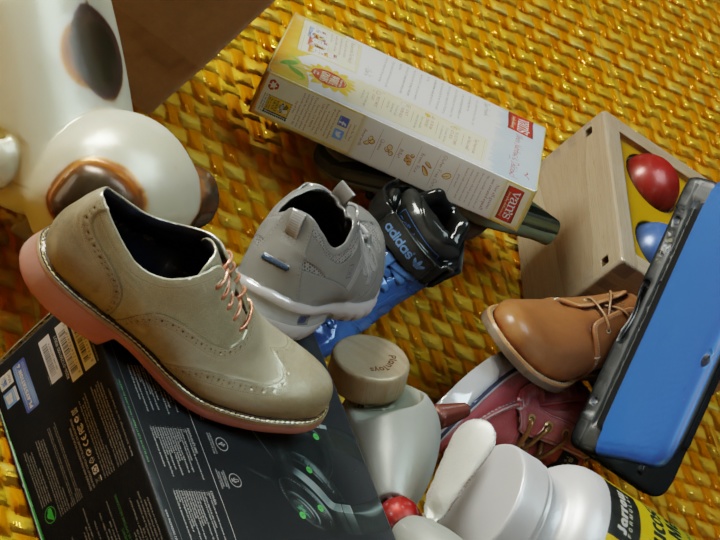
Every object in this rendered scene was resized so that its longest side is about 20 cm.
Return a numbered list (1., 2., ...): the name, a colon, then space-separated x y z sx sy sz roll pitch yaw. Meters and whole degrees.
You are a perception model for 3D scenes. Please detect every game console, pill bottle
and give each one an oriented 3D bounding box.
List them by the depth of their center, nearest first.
1. pill bottle: 0.148 0.194 1.733 0.200 0.112 0.113 34 35 -25
2. game console: 0.234 0.050 1.789 0.118 0.200 0.171 20 -9 40

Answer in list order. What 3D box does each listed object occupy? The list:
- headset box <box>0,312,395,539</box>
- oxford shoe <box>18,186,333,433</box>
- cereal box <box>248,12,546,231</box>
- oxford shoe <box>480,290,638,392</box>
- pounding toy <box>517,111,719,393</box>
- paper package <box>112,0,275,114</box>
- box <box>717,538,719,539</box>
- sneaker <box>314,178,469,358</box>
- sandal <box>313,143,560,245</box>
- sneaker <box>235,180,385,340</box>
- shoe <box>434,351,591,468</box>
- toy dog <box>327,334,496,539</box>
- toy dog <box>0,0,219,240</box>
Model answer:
1. headset box: -0.086 0.114 1.543 0.200 0.093 0.174 9 50 -47
2. oxford shoe: -0.085 0.024 1.479 0.200 0.074 0.071 30 35 -28
3. cereal box: 0.029 -0.103 1.874 0.200 0.040 0.144 25 21 -2
4. oxford shoe: 0.147 0.037 1.823 0.200 0.071 0.071 6 47 -57
5. pounding toy: 0.236 -0.014 2.029 0.200 0.142 0.184 30 38 -29
6. paper package: -0.151 -0.228 1.721 0.200 0.191 0.104 33 40 -24
7. box: 0.180 0.201 1.656 0.200 0.041 0.039 -17 85 -39
8. sneaker: -0.001 -0.001 1.750 0.077 0.111 0.200 54 32 7
9. sandal: 0.053 -0.043 1.904 0.201 0.057 0.080 20 19 -32
10. sneaker: -0.017 -0.016 1.626 0.075 0.082 0.200 29 17 5
11. shoe: 0.108 0.105 1.814 0.091 0.071 0.200 50 27 9
12. toy dog: 0.042 0.127 1.635 0.096 0.132 0.200 -5 55 -19
13. toy dog: -0.166 -0.084 1.566 0.200 0.194 0.139 56 19 20
